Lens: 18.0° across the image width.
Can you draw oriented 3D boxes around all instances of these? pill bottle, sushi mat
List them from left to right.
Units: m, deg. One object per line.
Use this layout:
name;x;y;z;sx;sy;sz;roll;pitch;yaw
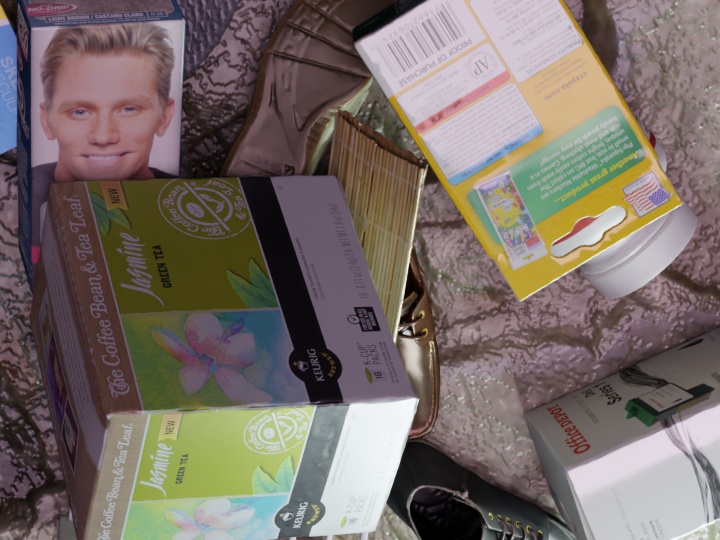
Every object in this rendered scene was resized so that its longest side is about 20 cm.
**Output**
sushi mat;0.000;0.000;1.505;0.012;0.096;0.200;-15;127;-36
pill bottle;0.132;-0.080;1.528;0.112;0.112;0.200;-42;105;3

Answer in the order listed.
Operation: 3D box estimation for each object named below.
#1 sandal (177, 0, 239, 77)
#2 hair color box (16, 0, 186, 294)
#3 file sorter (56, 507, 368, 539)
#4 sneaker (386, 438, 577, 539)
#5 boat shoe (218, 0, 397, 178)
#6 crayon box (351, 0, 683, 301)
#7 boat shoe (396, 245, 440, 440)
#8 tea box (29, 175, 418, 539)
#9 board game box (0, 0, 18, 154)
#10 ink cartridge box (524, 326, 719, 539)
sandal;-0.109;-0.199;1.509;0.076;0.043;0.200;41;85;-21
hair color box;-0.170;-0.085;1.472;0.100;0.061;0.200;-5;124;-15
file sorter;-0.097;0.153;1.536;0.200;0.139;0.125;7;99;-10
sneaker;0.099;0.198;1.589;0.200;0.106;0.075;31;97;-13
boat shoe;-0.037;-0.113;1.531;0.073;0.063;0.201;24;92;0
crayon box;0.099;-0.098;1.435;0.126;0.052;0.200;-31;105;8
boat shoe;0.014;0.027;1.558;0.072;0.068;0.200;-13;104;-5
tea box;-0.093;0.055;1.425;0.196;0.200;0.134;-3;136;-19
board game box;-0.307;-0.154;1.485;0.153;0.040;0.200;-26;105;-2
ink cartridge box;0.227;0.113;1.567;0.200;0.146;0.084;-23;104;-3
